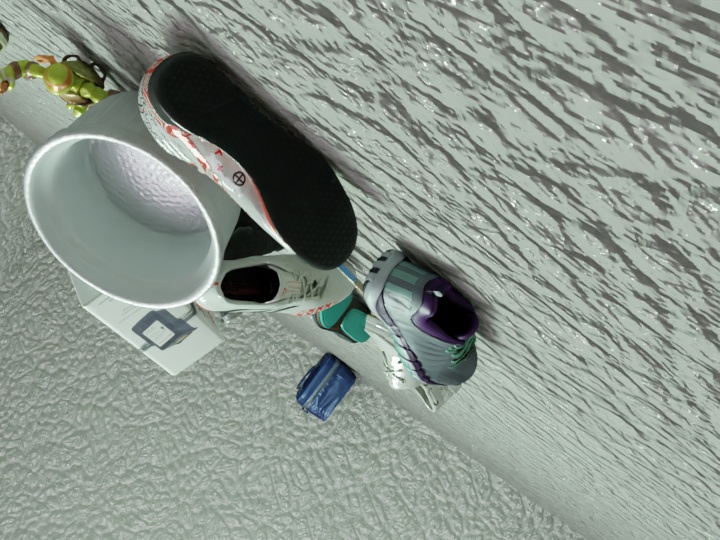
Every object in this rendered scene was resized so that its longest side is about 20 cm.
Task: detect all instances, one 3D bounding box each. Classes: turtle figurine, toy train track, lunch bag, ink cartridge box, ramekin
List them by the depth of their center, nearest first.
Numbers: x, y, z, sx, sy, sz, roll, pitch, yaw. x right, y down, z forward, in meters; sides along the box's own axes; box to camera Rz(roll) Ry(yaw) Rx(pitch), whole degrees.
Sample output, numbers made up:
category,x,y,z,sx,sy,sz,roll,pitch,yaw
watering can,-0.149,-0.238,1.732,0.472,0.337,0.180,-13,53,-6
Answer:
category,x,y,z,sx,sy,sz,roll,pitch,yaw
ramekin,-0.209,-0.071,0.826,0.197,0.098,0.203,10,132,11
toy train track,0.000,0.000,0.893,0.200,0.033,0.115,44,177,-11
turtle figurine,-0.310,-0.197,0.916,0.196,0.066,0.161,13,179,0
ink cartridge box,-0.259,0.014,1.015,0.146,0.084,0.201,57,180,34
lunch bag,-0.121,0.364,2.689,0.132,0.201,0.136,39,176,-6

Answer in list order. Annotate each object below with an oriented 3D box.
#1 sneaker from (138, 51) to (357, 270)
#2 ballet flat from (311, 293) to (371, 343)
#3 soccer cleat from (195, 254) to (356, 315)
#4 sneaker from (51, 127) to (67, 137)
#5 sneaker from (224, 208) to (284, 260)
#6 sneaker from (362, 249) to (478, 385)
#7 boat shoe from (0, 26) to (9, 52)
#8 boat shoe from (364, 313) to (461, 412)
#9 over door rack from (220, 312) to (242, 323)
category,x,y,z,sx,sy,sz,roll,pitch,yaw
sneaker,-0.089,-0.085,0.667,0.201,0.068,0.108,44,170,-24
ballet flat,-0.039,0.047,1.156,0.072,0.074,0.200,31,172,26
soccer cleat,-0.082,0.015,0.914,0.197,0.070,0.085,-1,179,-31
sneaker,-0.248,-0.112,0.968,0.197,0.077,0.114,13,-176,-20
sneaker,-0.141,-0.032,1.011,0.060,0.105,0.200,33,171,11
sneaker,0.077,0.062,0.775,0.087,0.075,0.200,22,163,40
boat shoe,-0.528,-0.307,1.172,0.074,0.075,0.202,38,171,-16
boat shoe,0.066,0.136,1.200,0.200,0.070,0.071,43,170,-32
over door rack,-0.171,-0.022,1.120,0.149,0.066,0.200,57,-171,-3
